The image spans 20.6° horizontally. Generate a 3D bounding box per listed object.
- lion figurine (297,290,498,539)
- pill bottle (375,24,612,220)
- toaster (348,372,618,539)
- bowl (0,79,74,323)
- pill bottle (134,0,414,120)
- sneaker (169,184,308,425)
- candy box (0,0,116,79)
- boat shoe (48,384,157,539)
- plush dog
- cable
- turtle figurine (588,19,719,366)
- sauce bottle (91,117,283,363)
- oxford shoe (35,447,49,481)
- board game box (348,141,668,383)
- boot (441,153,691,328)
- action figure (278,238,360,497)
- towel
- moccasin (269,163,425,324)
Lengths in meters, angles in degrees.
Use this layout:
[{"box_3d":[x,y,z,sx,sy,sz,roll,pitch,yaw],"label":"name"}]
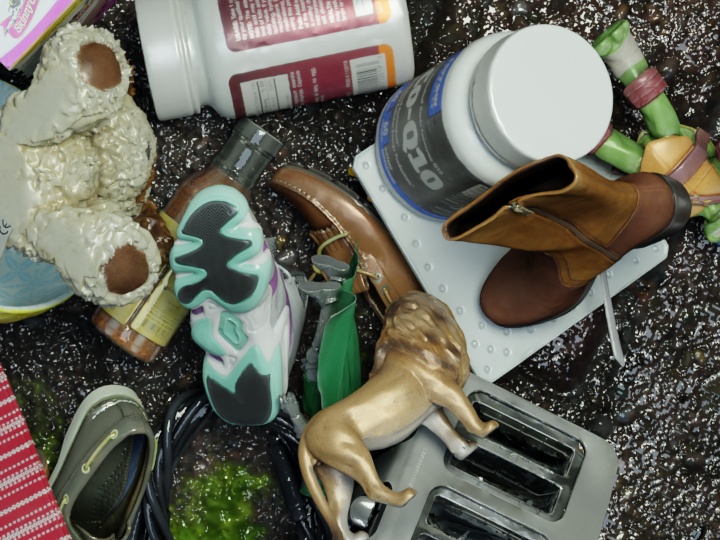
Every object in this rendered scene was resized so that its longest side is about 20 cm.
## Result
[{"box_3d":[0.015,0.104,1.416,0.200,0.073,0.123,-36,80,-32],"label":"lion figurine"},{"box_3d":[0.094,-0.105,1.412,0.113,0.200,0.115,3,81,-20],"label":"pill bottle"},{"box_3d":[0.088,0.195,1.505,0.199,0.119,0.182,27,67,-4],"label":"toaster"},{"box_3d":[-0.305,-0.040,1.488,0.107,0.200,0.201,-32,96,42],"label":"bowl"},{"box_3d":[-0.066,-0.179,1.503,0.198,0.114,0.115,-11,94,-3],"label":"pill bottle"},{"box_3d":[-0.085,0.001,1.502,0.077,0.140,0.202,4,123,13],"label":"sneaker"},{"box_3d":[-0.221,-0.209,1.448,0.061,0.200,0.136,44,90,-4],"label":"candy box"},{"box_3d":[-0.210,0.190,1.518,0.072,0.060,0.203,11,109,-32],"label":"boat shoe"},{"box_3d":[-0.208,-0.076,1.446,0.159,0.172,0.202,-6,96,25],"label":"plush dog"},{"box_3d":[-0.097,0.182,1.552,0.162,0.051,0.202,15,91,-4],"label":"cable"},{"box_3d":[0.220,-0.078,1.481,0.194,0.144,0.200,47,52,-6],"label":"turtle figurine"},{"box_3d":[-0.130,-0.025,1.532,0.066,0.066,0.201,36,90,-5],"label":"sauce bottle"},{"box_3d":[-0.306,0.224,1.545,0.200,0.071,0.071,-48,125,-3],"label":"oxford shoe"},{"box_3d":[0.116,-0.047,1.534,0.199,0.026,0.201,-33,95,-22],"label":"board game box"},{"box_3d":[0.120,-0.015,1.386,0.187,0.199,0.069,-25,75,31],"label":"boot"},{"box_3d":[-0.028,0.090,1.492,0.054,0.118,0.202,9,119,10],"label":"action figure"},{"box_3d":[-0.304,0.179,1.502,0.144,0.023,0.201,-28,59,0],"label":"towel"},{"box_3d":[0.000,0.000,1.542,0.078,0.074,0.202,-44,104,-8],"label":"moccasin"}]
